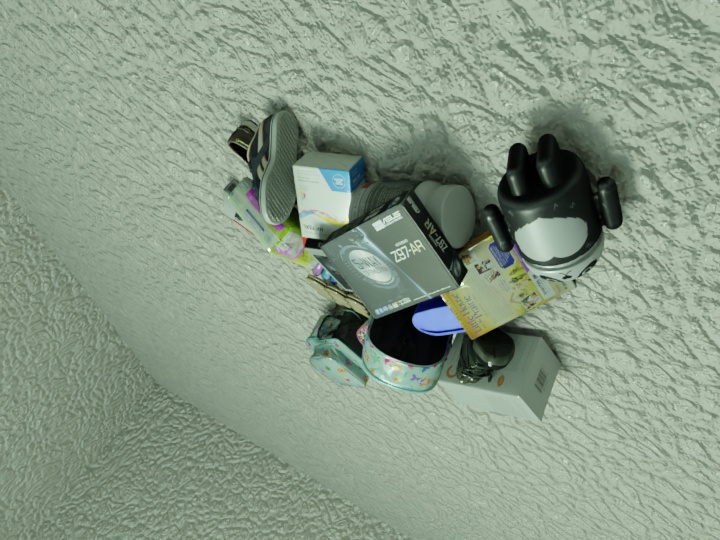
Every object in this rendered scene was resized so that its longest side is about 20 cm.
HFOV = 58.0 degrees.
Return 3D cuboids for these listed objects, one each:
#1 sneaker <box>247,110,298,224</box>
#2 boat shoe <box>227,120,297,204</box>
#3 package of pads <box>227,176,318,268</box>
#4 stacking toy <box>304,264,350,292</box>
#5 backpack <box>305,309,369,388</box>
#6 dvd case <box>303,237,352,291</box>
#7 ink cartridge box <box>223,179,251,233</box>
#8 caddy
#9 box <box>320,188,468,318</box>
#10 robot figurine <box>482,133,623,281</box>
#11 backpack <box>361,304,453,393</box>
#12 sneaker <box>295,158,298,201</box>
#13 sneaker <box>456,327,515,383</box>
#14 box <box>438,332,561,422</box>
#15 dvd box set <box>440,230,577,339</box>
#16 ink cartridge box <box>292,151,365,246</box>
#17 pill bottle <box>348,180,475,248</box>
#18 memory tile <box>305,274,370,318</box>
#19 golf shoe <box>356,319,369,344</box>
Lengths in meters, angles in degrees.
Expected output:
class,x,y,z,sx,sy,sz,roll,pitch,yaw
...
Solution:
class,x,y,z,sx,sy,sz,roll,pitch,yaw
sneaker,-0.159,-0.178,1.166,0.078,0.207,0.077,-5,163,41
boat shoe,-0.179,-0.200,1.284,0.201,0.060,0.071,48,150,-17
package of pads,-0.153,-0.087,1.275,0.155,0.068,0.199,48,-171,21
stacking toy,-0.022,0.011,1.398,0.197,0.087,0.086,33,152,-2
backpack,-0.042,0.193,1.598,0.174,0.156,0.198,37,164,-24
dvd case,0.000,0.000,1.205,0.146,0.025,0.200,8,159,26
ink cartridge box,-0.232,-0.097,1.515,0.197,0.044,0.175,35,150,7
caddy,0.164,0.029,1.166,0.196,0.105,0.144,-12,112,37
box,0.050,-0.020,1.035,0.197,0.044,0.162,-23,111,44
robot figurine,0.258,-0.078,0.881,0.149,0.124,0.202,30,156,54
backpack,0.088,0.146,1.264,0.172,0.201,0.154,16,122,4
sneaker,-0.076,-0.145,1.255,0.080,0.071,0.201,-13,128,34
sneaker,0.219,0.160,1.147,0.074,0.118,0.200,5,-171,-6
box,0.266,0.197,1.259,0.197,0.127,0.098,3,146,48
dvd box set,0.222,0.010,1.038,0.197,0.030,0.148,-31,106,27
ink cartridge box,-0.049,-0.105,1.183,0.113,0.068,0.205,8,124,22
pill bottle,0.083,-0.090,1.079,0.196,0.115,0.115,6,139,43
memory tile,-0.043,0.061,1.464,0.150,0.017,0.200,26,171,11
golf shoe,0.080,0.104,1.419,0.196,0.092,0.077,-21,109,33
